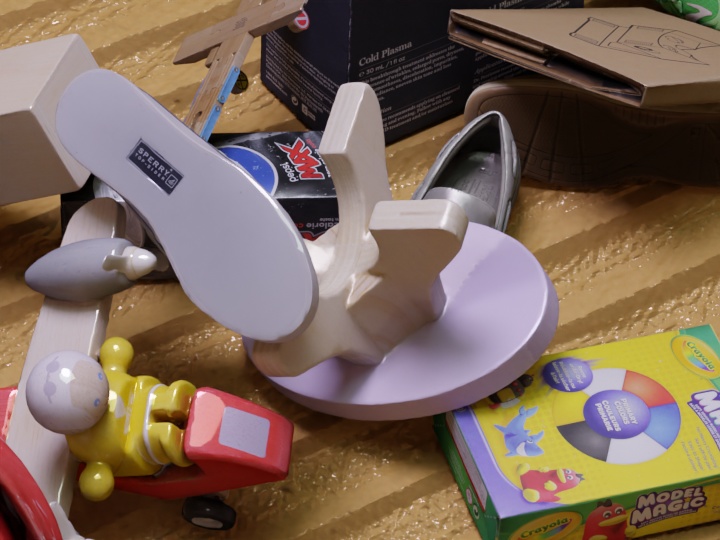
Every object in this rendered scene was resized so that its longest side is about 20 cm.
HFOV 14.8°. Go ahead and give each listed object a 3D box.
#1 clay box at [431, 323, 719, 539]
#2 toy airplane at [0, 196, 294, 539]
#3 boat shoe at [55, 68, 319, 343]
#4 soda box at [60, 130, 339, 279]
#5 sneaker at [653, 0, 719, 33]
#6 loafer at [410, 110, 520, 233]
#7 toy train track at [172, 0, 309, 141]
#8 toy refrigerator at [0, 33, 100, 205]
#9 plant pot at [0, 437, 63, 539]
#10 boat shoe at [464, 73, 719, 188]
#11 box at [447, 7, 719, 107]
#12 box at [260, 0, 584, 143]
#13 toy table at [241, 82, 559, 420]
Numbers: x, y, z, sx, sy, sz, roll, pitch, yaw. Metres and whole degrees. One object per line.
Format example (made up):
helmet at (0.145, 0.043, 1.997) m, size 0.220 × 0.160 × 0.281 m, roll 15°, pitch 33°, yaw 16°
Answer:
clay box at (0.152, 0.095, 1.580) m, size 0.199 × 0.048 × 0.115 m, roll -11°, pitch 46°, yaw -14°
toy airplane at (-0.162, 0.079, 1.506) m, size 0.199 × 0.141 × 0.200 m, roll -35°, pitch 69°, yaw -8°
boat shoe at (-0.089, -0.032, 1.521) m, size 0.200 × 0.066 × 0.072 m, roll 40°, pitch 95°, yaw 24°
soda box at (-0.083, -0.040, 1.690) m, size 0.199 × 0.071 × 0.064 m, roll -2°, pitch 44°, yaw -5°
sneaker at (0.198, -0.207, 1.887) m, size 0.083 × 0.074 × 0.200 m, roll -17°, pitch 38°, yaw -28°
loafer at (0.051, -0.019, 1.677) m, size 0.070 × 0.070 × 0.200 m, roll 13°, pitch 44°, yaw 9°
toy train track at (-0.077, -0.110, 1.679) m, size 0.114 × 0.033 × 0.201 m, roll -18°, pitch 38°, yaw 41°
toy refrigerator at (-0.247, -0.077, 1.665) m, size 0.199 × 0.070 × 0.076 m, roll -10°, pitch 35°, yaw 30°
plant pot at (-0.254, 0.169, 1.370) m, size 0.200 × 0.201 × 0.183 m, roll 23°, pitch 42°, yaw 20°
boat shoe at (0.164, -0.098, 1.773) m, size 0.199 × 0.072 × 0.065 m, roll 4°, pitch 35°, yaw -3°
box at (0.178, -0.137, 1.753) m, size 0.163 × 0.021 × 0.199 m, roll 24°, pitch 20°, yaw 39°
box at (0.044, -0.201, 1.788) m, size 0.199 × 0.183 × 0.104 m, roll -24°, pitch 50°, yaw -27°
toy table at (0.000, 0.000, 1.569) m, size 0.199 × 0.117 × 0.185 m, roll -11°, pitch 52°, yaw 25°
